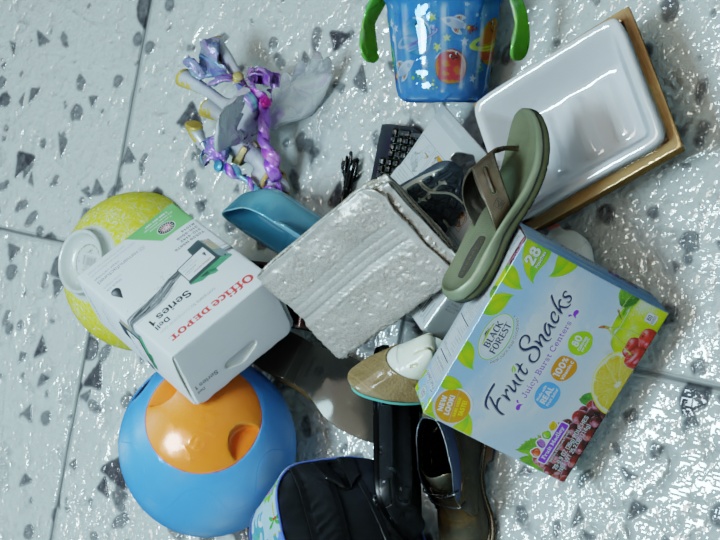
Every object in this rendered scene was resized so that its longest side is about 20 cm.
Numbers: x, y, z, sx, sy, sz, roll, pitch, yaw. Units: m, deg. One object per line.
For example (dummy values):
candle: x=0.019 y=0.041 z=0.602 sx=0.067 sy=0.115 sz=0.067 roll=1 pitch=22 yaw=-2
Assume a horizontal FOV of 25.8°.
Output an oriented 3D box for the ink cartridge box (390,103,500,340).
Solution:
ink cartridge box: x=0.087 y=-0.053 z=1.645 sx=0.174 sy=0.043 sz=0.200 roll=-53 pitch=38 yaw=15

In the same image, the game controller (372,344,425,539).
game controller: x=0.038 y=0.177 z=1.632 sx=0.042 sy=0.105 sz=0.202 roll=-8 pitch=50 yaw=11

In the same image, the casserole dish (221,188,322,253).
casserole dish: x=-0.086 y=-0.051 z=1.760 sx=0.039 sy=0.121 sz=0.200 roll=-59 pitch=14 yaw=-10

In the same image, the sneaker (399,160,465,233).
sneaker: x=0.027 y=-0.059 z=1.627 sx=0.200 sy=0.077 sz=0.087 roll=-41 pitch=39 yaw=30

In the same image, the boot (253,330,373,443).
boot: x=-0.030 y=0.128 z=1.756 sx=0.199 sy=0.075 sz=0.074 roll=32 pitch=83 yaw=21

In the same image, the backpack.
backpack: x=-0.027 y=0.307 z=1.651 sx=0.147 sy=0.181 sz=0.201 roll=-57 pitch=43 yaw=42

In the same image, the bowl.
bowl: x=-0.311 y=-0.005 z=1.959 sx=0.198 sy=0.107 sz=0.203 roll=-6 pitch=81 yaw=37

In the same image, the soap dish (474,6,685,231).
soap dish: x=0.221 y=-0.144 z=1.580 sx=0.199 sy=0.081 sz=0.159 roll=-30 pitch=66 yaw=31

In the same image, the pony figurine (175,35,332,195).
pony figurine: x=-0.133 y=-0.182 z=1.838 sx=0.200 sy=0.165 sz=0.194 roll=47 pitch=143 yaw=29

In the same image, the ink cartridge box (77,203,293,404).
ink cartridge box: x=-0.192 y=0.034 z=1.725 sx=0.146 sy=0.085 sz=0.199 roll=-40 pitch=46 yaw=-18

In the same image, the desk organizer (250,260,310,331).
desk organizer: x=-0.105 y=0.026 z=1.801 sx=0.199 sy=0.077 sz=0.073 roll=7 pitch=88 yaw=44

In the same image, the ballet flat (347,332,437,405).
ballet flat: x=0.089 y=0.101 z=1.592 sx=0.068 sy=0.198 sz=0.073 roll=-84 pitch=5 yaw=-49

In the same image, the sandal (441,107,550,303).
sandal: x=0.123 y=-0.067 z=1.504 sx=0.203 sy=0.057 sz=0.080 roll=-65 pitch=19 yaw=-9

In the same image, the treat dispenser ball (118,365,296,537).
treat dispenser ball: x=-0.171 y=0.196 z=1.763 sx=0.199 sy=0.200 sz=0.203 roll=-6 pitch=80 yaw=37

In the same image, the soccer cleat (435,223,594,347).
soccer cleat: x=0.156 y=0.034 z=1.611 sx=0.200 sy=0.069 sz=0.078 roll=-40 pitch=44 yaw=23

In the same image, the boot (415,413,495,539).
boot: x=0.088 y=0.237 z=1.621 sx=0.074 sy=0.096 sz=0.203 roll=-3 pitch=82 yaw=37

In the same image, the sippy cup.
sippy cup: x=0.087 y=-0.245 z=1.677 sx=0.178 sy=0.138 sz=0.132 roll=-165 pitch=75 yaw=-69

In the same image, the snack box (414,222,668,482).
snack box: x=0.173 y=0.080 z=1.531 sx=0.201 sy=0.167 sz=0.068 roll=-60 pitch=15 yaw=12

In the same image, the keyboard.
keyboard: x=0.015 y=-0.065 z=1.770 sx=0.126 sy=0.021 sz=0.202 roll=11 pitch=90 yaw=38

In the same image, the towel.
towel: x=0.000 y=0.000 z=1.588 sx=0.133 sy=0.035 sz=0.200 roll=45 pitch=125 yaw=-9
